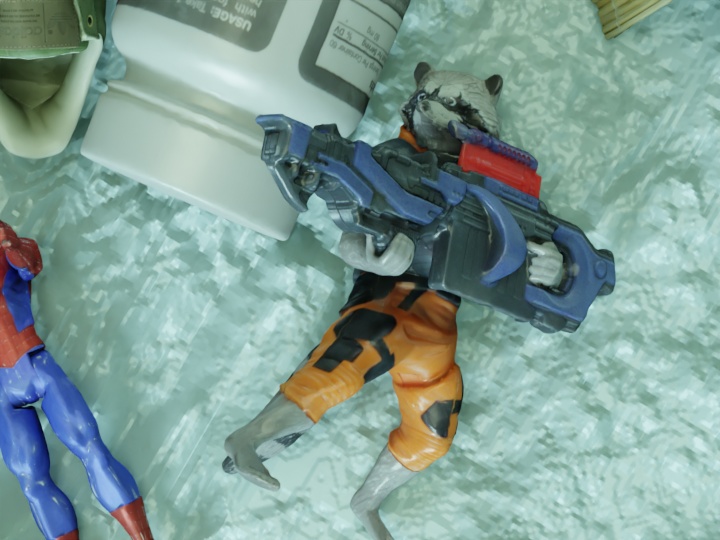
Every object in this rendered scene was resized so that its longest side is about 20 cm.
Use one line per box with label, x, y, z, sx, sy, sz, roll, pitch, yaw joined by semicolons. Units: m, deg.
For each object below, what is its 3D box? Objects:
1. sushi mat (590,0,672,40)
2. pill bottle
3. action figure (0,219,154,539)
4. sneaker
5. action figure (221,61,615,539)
sushi mat;0.127;-0.161;0.840;0.012;0.200;0.097;-15;86;-20
pill bottle;-0.035;-0.122;0.888;0.113;0.114;0.202;23;89;6
action figure;-0.144;0.052;0.900;0.065;0.099;0.201;-26;82;2
sneaker;-0.126;-0.126;0.850;0.066;0.201;0.091;-2;56;-12
action figure;0.000;0.000;0.874;0.104;0.199;0.195;15;78;50
